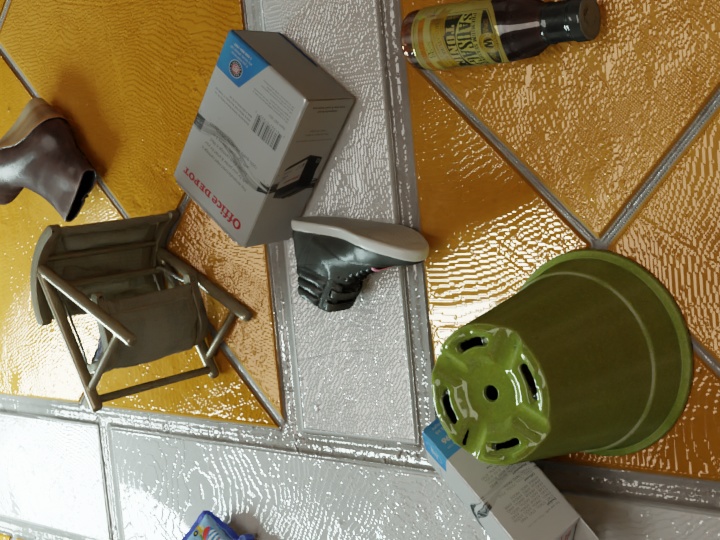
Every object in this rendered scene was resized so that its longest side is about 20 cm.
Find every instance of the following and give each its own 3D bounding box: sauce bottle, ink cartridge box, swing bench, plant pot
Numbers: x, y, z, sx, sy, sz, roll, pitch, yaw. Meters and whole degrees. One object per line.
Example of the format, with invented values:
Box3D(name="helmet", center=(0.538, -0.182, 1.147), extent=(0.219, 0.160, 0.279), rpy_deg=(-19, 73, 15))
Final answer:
Box3D(name="sauce bottle", center=(0.130, -0.230, 1.057), extent=(0.199, 0.066, 0.067), rpy_deg=(0, 98, 42))
Box3D(name="ink cartridge box", center=(0.149, 0.227, 1.082), extent=(0.200, 0.068, 0.116), rpy_deg=(49, 170, 24))
Box3D(name="ink cartridge box", center=(-0.114, -0.150, 1.272), extent=(0.145, 0.083, 0.201), rpy_deg=(44, 123, 27))
Box3D(name="swing bench", center=(-0.278, 0.040, 1.373), extent=(0.200, 0.198, 0.130), rpy_deg=(50, 126, 24))
Box3D(name="plant pot", center=(0.165, 0.093, 1.000), extent=(0.199, 0.189, 0.202), rpy_deg=(9, 104, 40))

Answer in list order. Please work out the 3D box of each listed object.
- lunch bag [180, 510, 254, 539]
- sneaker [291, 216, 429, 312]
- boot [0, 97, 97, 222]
Box3D(name="lunch bag", center=(-0.185, 0.423, 1.449), extent=(0.150, 0.094, 0.201), rpy_deg=(40, 109, 30))
Box3D(name="sneaker", center=(0.000, 0.000, 1.212), extent=(0.199, 0.070, 0.100), rpy_deg=(11, 107, 46))
Box3D(name="boot", center=(-0.461, -0.126, 1.588), extent=(0.167, 0.072, 0.200), rpy_deg=(52, 123, 24))
